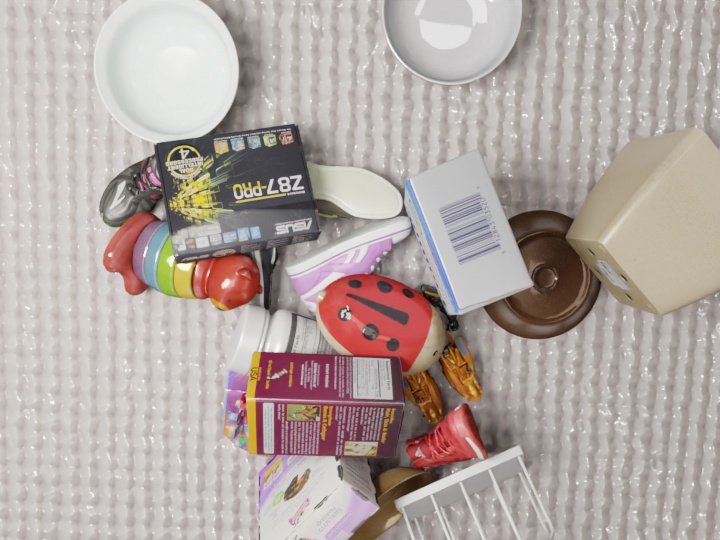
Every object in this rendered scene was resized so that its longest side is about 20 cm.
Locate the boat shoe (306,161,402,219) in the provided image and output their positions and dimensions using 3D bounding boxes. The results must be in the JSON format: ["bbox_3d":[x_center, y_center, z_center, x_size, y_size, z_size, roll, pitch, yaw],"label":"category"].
[{"bbox_3d":[-0.038,-0.114,0.957,0.199,0.060,0.073,13,74,-3],"label":"boat shoe"}]

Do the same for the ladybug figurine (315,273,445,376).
[{"bbox_3d":[0.031,0.069,0.898,0.198,0.072,0.137,19,66,-8],"label":"ladybug figurine"}]

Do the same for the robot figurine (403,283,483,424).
[{"bbox_3d":[0.100,0.123,0.987,0.144,0.058,0.201,-30,97,1],"label":"robot figurine"}]

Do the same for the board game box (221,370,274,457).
[{"bbox_3d":[-0.134,0.199,0.999,0.156,0.039,0.203,7,97,-2],"label":"board game box"}]

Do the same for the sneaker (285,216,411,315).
[{"bbox_3d":[0.000,0.000,0.971,0.199,0.073,0.115,-25,101,11],"label":"sneaker"}]

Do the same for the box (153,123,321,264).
[{"bbox_3d":[-0.166,-0.105,0.878,0.198,0.049,0.163,-10,79,-14],"label":"box"}]

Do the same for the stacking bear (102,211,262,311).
[{"bbox_3d":[-0.235,-0.004,0.916,0.198,0.122,0.115,18,66,14],"label":"stacking bear"}]

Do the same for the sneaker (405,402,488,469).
[{"bbox_3d":[0.120,0.257,0.943,0.114,0.200,0.079,-21,60,5],"label":"sneaker"}]

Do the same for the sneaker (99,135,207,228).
[{"bbox_3d":[-0.301,-0.136,0.936,0.199,0.084,0.077,-37,95,3],"label":"sneaker"}]

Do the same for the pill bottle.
[{"bbox_3d":[-0.085,0.124,0.937,0.198,0.114,0.115,19,96,-16],"label":"pill bottle"}]

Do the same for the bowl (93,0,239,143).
[{"bbox_3d":[-0.264,-0.279,0.918,0.198,0.090,0.204,0,97,-2],"label":"bowl"}]

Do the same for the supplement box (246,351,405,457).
[{"bbox_3d":[-0.047,0.177,0.853,0.197,0.086,0.111,3,128,-4],"label":"supplement box"}]

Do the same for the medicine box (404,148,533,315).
[{"bbox_3d":[0.138,-0.041,0.882,0.102,0.200,0.184,-21,84,1],"label":"medicine box"}]

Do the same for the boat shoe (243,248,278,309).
[{"bbox_3d":[-0.149,-0.027,0.961,0.060,0.075,0.202,-19,117,-38],"label":"boat shoe"}]

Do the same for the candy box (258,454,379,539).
[{"bbox_3d":[-0.067,0.311,0.924,0.071,0.200,0.168,40,100,-19],"label":"candy box"}]

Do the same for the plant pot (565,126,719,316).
[{"bbox_3d":[0.410,-0.053,0.901,0.177,0.200,0.200,-42,96,2],"label":"plant pot"}]

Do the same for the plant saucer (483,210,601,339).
[{"bbox_3d":[0.278,0.010,0.990,0.198,0.037,0.203,0,96,0],"label":"plant saucer"}]

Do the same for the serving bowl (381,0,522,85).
[{"bbox_3d":[0.127,-0.364,0.929,0.197,0.066,0.203,0,97,-1],"label":"serving bowl"}]

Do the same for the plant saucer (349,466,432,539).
[{"bbox_3d":[0.020,0.355,0.967,0.200,0.200,0.035,-44,61,3],"label":"plant saucer"}]

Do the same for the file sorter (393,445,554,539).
[{"bbox_3d":[0.173,0.369,0.955,0.198,0.139,0.125,-24,61,1],"label":"file sorter"}]
